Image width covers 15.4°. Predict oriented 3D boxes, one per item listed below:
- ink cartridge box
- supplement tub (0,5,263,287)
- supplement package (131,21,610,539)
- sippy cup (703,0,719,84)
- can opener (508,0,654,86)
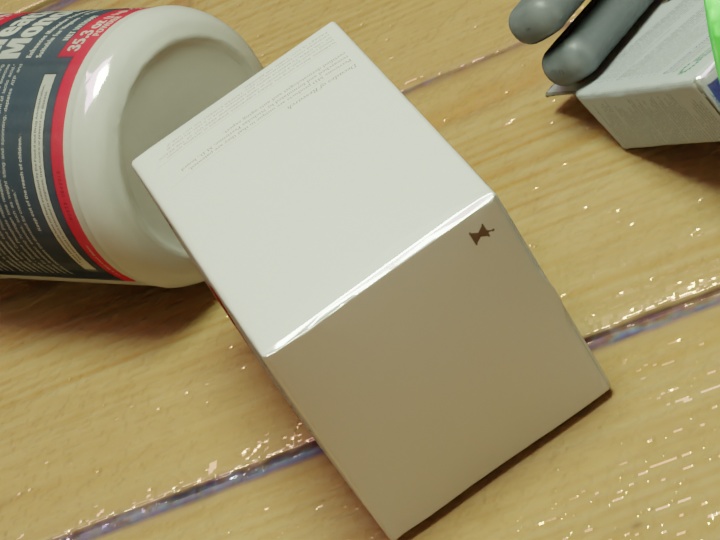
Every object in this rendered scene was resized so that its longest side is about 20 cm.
[{"bbox_3d":[0.198,-0.131,1.229,0.196,0.043,0.200,-41,10,-10],"label":"ink cartridge box"},{"bbox_3d":[-0.153,-0.064,1.371,0.200,0.140,0.140,3,48,41],"label":"supplement tub"},{"bbox_3d":[0.000,0.000,1.180,0.120,0.121,0.200,-35,33,-3],"label":"supplement package"},{"bbox_3d":[0.205,-0.087,0.973,0.130,0.178,0.140,-12,20,20],"label":"sippy cup"},{"bbox_3d":[0.143,-0.167,1.301,0.200,0.053,0.066,-47,12,-34],"label":"can opener"}]
